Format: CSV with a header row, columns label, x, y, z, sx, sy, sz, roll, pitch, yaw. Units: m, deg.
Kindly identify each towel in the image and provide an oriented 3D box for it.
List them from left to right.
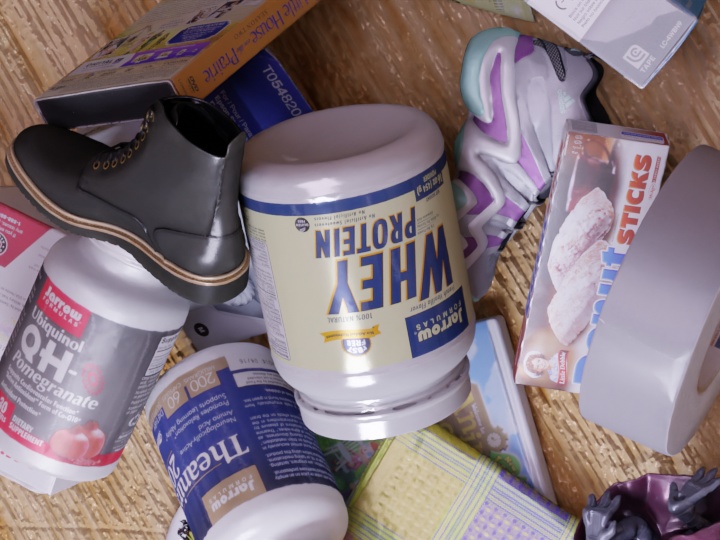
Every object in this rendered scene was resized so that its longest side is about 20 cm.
label,x,y,z,sx,sy,sz,roll,pitch,yaw
towel,0.075,0.205,1.592,0.200,0.023,0.144,31,100,9

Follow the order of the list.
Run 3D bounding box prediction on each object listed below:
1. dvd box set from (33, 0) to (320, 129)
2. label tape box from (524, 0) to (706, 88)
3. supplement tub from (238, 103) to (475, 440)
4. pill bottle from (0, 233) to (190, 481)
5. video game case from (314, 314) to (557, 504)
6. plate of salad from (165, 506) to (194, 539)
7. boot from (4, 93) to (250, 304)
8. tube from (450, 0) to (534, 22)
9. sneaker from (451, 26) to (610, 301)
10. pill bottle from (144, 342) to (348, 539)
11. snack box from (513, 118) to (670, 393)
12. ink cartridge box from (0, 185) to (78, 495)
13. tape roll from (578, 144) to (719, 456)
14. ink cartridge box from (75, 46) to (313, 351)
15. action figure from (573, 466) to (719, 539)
label,x,y,z,sx,sy,sz,roll,pitch,yaw
dvd box set,-0.119,-0.165,1.552,0.146,0.200,0.029,-4,121,42
label tape box,0.136,-0.215,1.466,0.200,0.143,0.066,36,110,2
supplement tub,0.000,0.000,1.496,0.145,0.145,0.200,-2,113,23
pill bottle,-0.190,0.042,1.578,0.111,0.111,0.200,32,110,16
video game case,0.049,0.151,1.630,0.182,0.022,0.200,-16,90,23
plate of salad,-0.076,0.250,1.668,0.200,0.048,0.201,7,103,31
boot,-0.151,-0.082,1.458,0.200,0.077,0.139,28,138,20
tube,0.031,-0.228,1.572,0.200,0.058,0.052,21,112,20
sneaker,0.133,-0.064,1.542,0.140,0.078,0.200,11,109,14
pill bottle,-0.075,0.160,1.587,0.111,0.111,0.200,-40,55,21
snack box,0.159,-0.007,1.524,0.072,0.024,0.200,8,117,-3
ink cartridge box,-0.255,0.051,1.710,0.147,0.086,0.200,26,107,17
tape roll,0.218,0.020,1.448,0.066,0.200,0.201,24,105,17
ink cartridge box,-0.094,-0.045,1.592,0.200,0.041,0.200,-20,113,37
action figure,0.224,0.232,1.499,0.134,0.149,0.200,8,131,30
